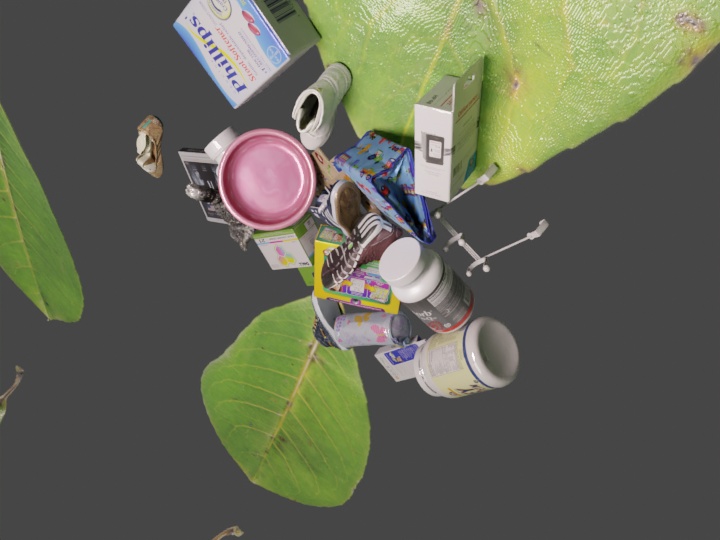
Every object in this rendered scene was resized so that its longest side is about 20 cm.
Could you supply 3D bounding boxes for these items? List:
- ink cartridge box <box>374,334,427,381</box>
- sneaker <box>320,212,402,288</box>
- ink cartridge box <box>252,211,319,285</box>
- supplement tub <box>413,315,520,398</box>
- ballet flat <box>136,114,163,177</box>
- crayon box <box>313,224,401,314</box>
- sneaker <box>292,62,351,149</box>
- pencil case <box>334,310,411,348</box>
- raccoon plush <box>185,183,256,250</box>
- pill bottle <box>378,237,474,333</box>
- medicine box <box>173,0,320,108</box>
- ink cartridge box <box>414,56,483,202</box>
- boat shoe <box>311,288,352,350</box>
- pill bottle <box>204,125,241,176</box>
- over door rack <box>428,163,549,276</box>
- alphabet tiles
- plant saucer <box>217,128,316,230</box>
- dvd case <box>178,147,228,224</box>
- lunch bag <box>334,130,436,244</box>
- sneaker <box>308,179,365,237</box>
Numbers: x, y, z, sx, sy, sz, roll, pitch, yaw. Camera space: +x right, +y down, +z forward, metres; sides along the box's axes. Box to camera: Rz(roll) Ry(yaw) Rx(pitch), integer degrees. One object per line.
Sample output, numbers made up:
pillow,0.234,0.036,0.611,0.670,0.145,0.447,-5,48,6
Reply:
ink cartridge box,0.126,0.213,1.422,0.095,0.037,0.199,50,143,-11
sneaker,0.013,-0.022,1.155,0.114,0.076,0.200,15,134,-34
ink cartridge box,-0.142,-0.027,1.381,0.146,0.076,0.202,-4,122,41
supplement tub,0.220,0.189,1.235,0.145,0.145,0.199,48,141,-10
ballet flat,-0.531,-0.298,1.451,0.070,0.065,0.201,32,141,9
crayon box,0.000,0.000,1.265,0.197,0.059,0.174,12,135,6
sneaker,-0.093,-0.278,1.073,0.073,0.116,0.201,35,143,2
pencil case,0.028,0.143,1.398,0.198,0.084,0.091,-6,131,42
raccoon plush,-0.322,-0.128,1.357,0.198,0.097,0.135,13,118,-25
pill bottle,0.129,0.029,1.133,0.115,0.117,0.200,-5,145,42
medicine box,-0.203,-0.424,1.035,0.199,0.103,0.183,-20,113,47
ink cartridge box,0.139,-0.228,0.930,0.066,0.116,0.202,19,136,25
boat shoe,-0.095,0.128,1.491,0.090,0.071,0.202,-3,127,36
pill bottle,-0.241,-0.207,1.263,0.201,0.112,0.111,50,140,-12
over door rack,0.211,-0.078,1.052,0.148,0.067,0.200,45,141,-7
alphabet tiles,-0.044,-0.157,1.206,0.201,0.008,0.167,51,153,-11
plant saucer,-0.188,-0.185,1.188,0.197,0.051,0.204,-1,104,-3
dvd case,-0.355,-0.203,1.431,0.149,0.025,0.202,11,132,33
lunch bag,0.059,-0.134,1.064,0.201,0.094,0.151,57,172,-35
sneaker,-0.054,-0.134,1.133,0.108,0.070,0.200,36,170,19
